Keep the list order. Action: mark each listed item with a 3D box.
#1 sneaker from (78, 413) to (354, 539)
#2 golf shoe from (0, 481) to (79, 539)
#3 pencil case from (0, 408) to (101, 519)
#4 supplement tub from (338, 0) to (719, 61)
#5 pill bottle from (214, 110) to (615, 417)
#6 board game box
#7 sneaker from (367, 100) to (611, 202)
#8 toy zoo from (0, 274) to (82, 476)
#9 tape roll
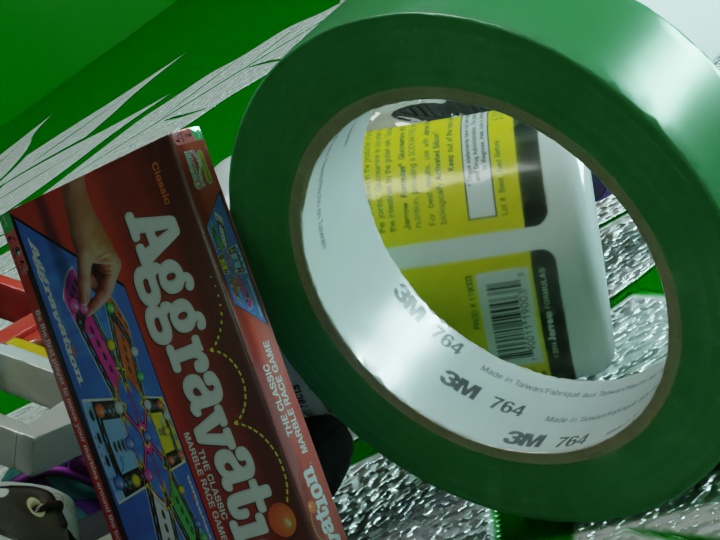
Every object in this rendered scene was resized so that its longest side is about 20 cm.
[{"bbox_3d":[-0.091,0.128,0.873,0.199,0.075,0.106,-25,7,26],"label":"sneaker"},{"bbox_3d":[-0.118,0.121,0.741,0.199,0.078,0.095,29,57,23],"label":"golf shoe"},{"bbox_3d":[-0.118,0.085,1.003,0.093,0.085,0.200,-61,4,24],"label":"pencil case"},{"bbox_3d":[0.095,-0.144,1.163,0.199,0.141,0.140,-18,21,46],"label":"supplement tub"},{"bbox_3d":[0.000,0.000,0.853,0.198,0.114,0.113,-8,19,7],"label":"pill bottle"},{"bbox_3d":[-0.064,0.058,0.762,0.102,0.202,0.019,-21,-1,39],"label":"board game box"},{"bbox_3d":[0.091,-0.052,0.951,0.198,0.084,0.081,-7,28,-16],"label":"sneaker"},{"bbox_3d":[-0.170,0.040,0.945,0.198,0.021,0.131,18,24,19],"label":"toy zoo"},{"bbox_3d":[0.050,-0.008,0.713,0.199,0.201,0.048,-19,19,43],"label":"tape roll"}]
